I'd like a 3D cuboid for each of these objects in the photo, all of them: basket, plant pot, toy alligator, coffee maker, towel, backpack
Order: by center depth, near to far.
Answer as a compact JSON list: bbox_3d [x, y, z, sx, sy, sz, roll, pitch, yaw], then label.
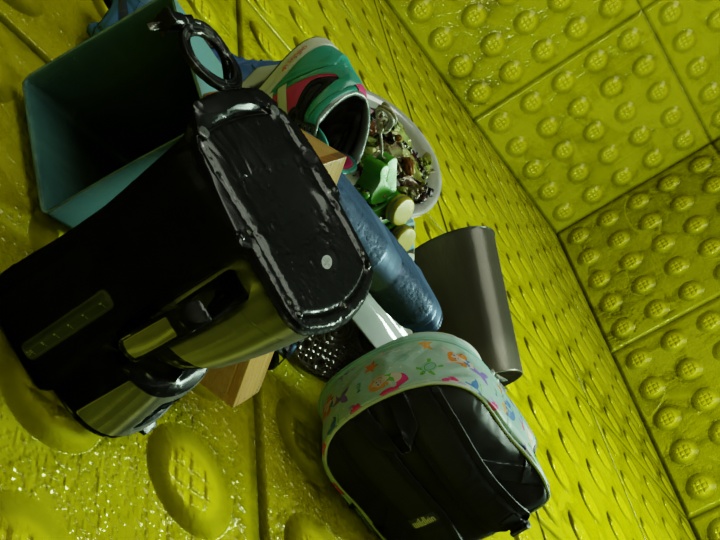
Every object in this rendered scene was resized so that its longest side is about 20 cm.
[{"bbox_3d":[-0.119,-0.016,0.566,0.135,0.200,0.193,7,61,-54],"label":"coffee maker"},{"bbox_3d":[-0.148,-0.086,0.753,0.200,0.141,0.142,47,19,-57],"label":"plant pot"},{"bbox_3d":[-0.001,-0.027,0.828,0.200,0.048,0.112,49,8,-32],"label":"towel"},{"bbox_3d":[0.059,0.152,0.841,0.200,0.177,0.151,50,18,-33],"label":"backpack"},{"bbox_3d":[0.014,-0.070,0.895,0.059,0.054,0.200,36,-30,35],"label":"toy alligator"},{"bbox_3d":[0.145,0.067,1.285,0.136,0.180,0.201,-2,64,-32],"label":"basket"}]

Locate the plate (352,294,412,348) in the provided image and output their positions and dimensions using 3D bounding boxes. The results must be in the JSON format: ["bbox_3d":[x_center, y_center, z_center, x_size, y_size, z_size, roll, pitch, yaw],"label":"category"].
[{"bbox_3d":[0.000,0.000,0.976,0.200,0.032,0.200,54,12,-35],"label":"plate"}]

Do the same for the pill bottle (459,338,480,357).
[{"bbox_3d":[0.090,0.153,1.034,0.114,0.114,0.200,55,18,-9],"label":"pill bottle"}]

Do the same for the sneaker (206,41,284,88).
[{"bbox_3d":[-0.124,-0.210,0.960,0.077,0.199,0.111,92,-25,-57],"label":"sneaker"}]

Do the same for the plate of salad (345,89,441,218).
[{"bbox_3d":[0.014,-0.145,1.040,0.200,0.048,0.200,20,46,-22],"label":"plate of salad"}]

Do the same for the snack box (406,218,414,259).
[{"bbox_3d":[0.036,-0.051,1.214,0.200,0.037,0.116,85,-14,-60],"label":"snack box"}]

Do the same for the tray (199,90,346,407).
[{"bbox_3d":[-0.089,-0.012,0.636,0.099,0.200,0.037,32,29,19],"label":"tray"}]

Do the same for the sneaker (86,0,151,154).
[{"bbox_3d":[-0.221,-0.192,0.872,0.066,0.078,0.201,103,-15,-61],"label":"sneaker"}]

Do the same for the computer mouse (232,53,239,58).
[{"bbox_3d":[-0.173,-0.253,1.075,0.059,0.034,0.200,24,17,-44],"label":"computer mouse"}]

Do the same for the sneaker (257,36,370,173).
[{"bbox_3d":[-0.062,-0.119,0.889,0.121,0.200,0.084,46,11,37],"label":"sneaker"}]

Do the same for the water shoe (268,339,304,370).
[{"bbox_3d":[-0.078,0.048,0.787,0.200,0.071,0.079,0,69,-43],"label":"water shoe"}]

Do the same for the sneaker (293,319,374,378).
[{"bbox_3d":[-0.030,0.069,0.955,0.076,0.070,0.200,51,3,42],"label":"sneaker"}]
